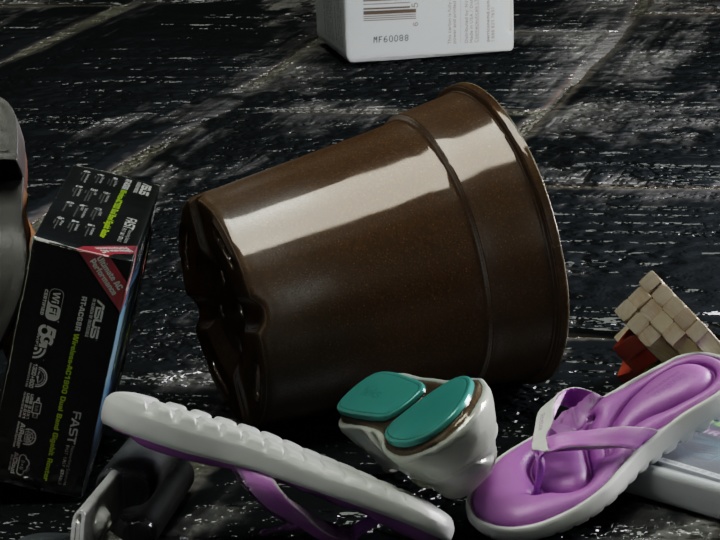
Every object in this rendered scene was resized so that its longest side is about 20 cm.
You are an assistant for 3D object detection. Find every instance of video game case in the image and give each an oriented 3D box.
[{"bbox_3d":[0.262,0.110,1.508,0.181,0.024,0.199,-16,20,-42],"label":"video game case"}]

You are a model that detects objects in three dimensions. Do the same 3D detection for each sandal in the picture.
[{"bbox_3d":[-0.048,0.118,1.428,0.201,0.050,0.082,20,0,6],"label":"sandal"},{"bbox_3d":[0.132,0.087,1.487,0.202,0.050,0.082,-31,29,-34],"label":"sandal"}]

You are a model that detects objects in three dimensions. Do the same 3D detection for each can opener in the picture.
[{"bbox_3d":[-0.144,0.128,1.447,0.066,0.054,0.200,1,14,9],"label":"can opener"}]

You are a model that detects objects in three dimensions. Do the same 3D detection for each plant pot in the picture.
[{"bbox_3d":[0.000,0.000,1.663,0.197,0.202,0.200,-15,18,-18],"label":"plant pot"}]

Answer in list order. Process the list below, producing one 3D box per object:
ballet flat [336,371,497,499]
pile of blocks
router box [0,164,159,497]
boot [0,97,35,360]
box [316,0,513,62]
[{"bbox_3d":[0.042,0.095,1.473,0.069,0.070,0.200,-7,3,-16],"label":"ballet flat"},{"bbox_3d":[0.195,0.059,1.641,0.062,0.082,0.200,-43,-12,4],"label":"pile of blocks"},{"bbox_3d":[-0.173,0.033,1.603,0.062,0.151,0.200,13,15,-2],"label":"router box"},{"bbox_3d":[-0.235,0.017,1.649,0.068,0.189,0.200,-5,-28,-4],"label":"boot"},{"bbox_3d":[0.058,-0.346,2.909,0.198,0.201,0.171,-4,15,-13],"label":"box"}]
